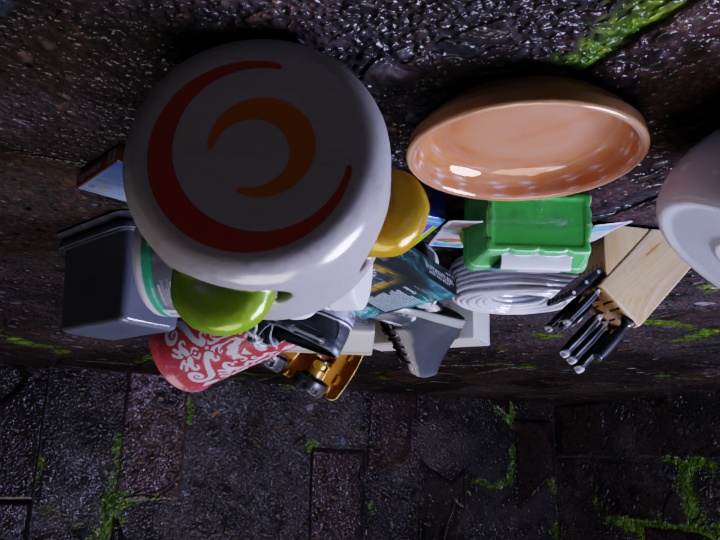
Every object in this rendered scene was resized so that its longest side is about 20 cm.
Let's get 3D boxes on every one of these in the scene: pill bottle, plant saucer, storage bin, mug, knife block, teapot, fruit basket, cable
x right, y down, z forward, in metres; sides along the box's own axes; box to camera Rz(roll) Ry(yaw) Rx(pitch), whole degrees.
[{"bbox_3d":[-0.094,-0.013,0.661,0.198,0.114,0.113,0,165,12],"label":"pill bottle"},{"bbox_3d":[0.138,-0.110,0.613,0.198,0.038,0.200,1,164,0],"label":"plant saucer"},{"bbox_3d":[-0.308,0.018,0.959,0.199,0.135,0.145,-10,161,40],"label":"storage bin"},{"bbox_3d":[-0.181,0.057,0.988,0.199,0.179,0.133,-21,-175,30],"label":"mug"},{"bbox_3d":[0.324,0.038,0.880,0.198,0.177,0.064,5,166,-13],"label":"knife block"},{"bbox_3d":[0.351,-0.062,0.581,0.197,0.146,0.200,39,176,-11],"label":"teapot"},{"bbox_3d":[0.175,-0.032,0.801,0.184,0.095,0.200,2,169,-1],"label":"fruit basket"},{"bbox_3d":[0.226,0.016,1.018,0.199,0.070,0.199,-11,161,39],"label":"cable"}]

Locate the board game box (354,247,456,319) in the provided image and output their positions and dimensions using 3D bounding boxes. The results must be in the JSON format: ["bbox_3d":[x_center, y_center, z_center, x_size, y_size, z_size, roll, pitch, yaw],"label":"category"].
[{"bbox_3d":[0.000,0.000,0.797,0.135,0.028,0.200,-16,151,32],"label":"board game box"}]

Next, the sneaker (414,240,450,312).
[{"bbox_3d":[0.084,0.007,0.962,0.115,0.076,0.200,18,170,-17],"label":"sneaker"}]

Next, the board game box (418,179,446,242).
[{"bbox_3d":[-0.029,-0.061,0.762,0.199,0.045,0.134,8,154,-25],"label":"board game box"}]

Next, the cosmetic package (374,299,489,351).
[{"bbox_3d":[0.107,0.074,1.190,0.199,0.104,0.073,-8,162,30],"label":"cosmetic package"}]

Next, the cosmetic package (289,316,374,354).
[{"bbox_3d":[-0.078,0.068,1.129,0.198,0.104,0.073,3,143,-1],"label":"cosmetic package"}]

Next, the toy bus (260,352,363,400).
[{"bbox_3d":[-0.102,0.131,1.277,0.199,0.136,0.192,32,169,0],"label":"toy bus"}]

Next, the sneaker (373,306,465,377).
[{"bbox_3d":[0.057,0.096,1.061,0.199,0.107,0.075,16,-168,-27],"label":"sneaker"}]

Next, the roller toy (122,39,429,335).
[{"bbox_3d":[-0.066,-0.061,0.537,0.199,0.183,0.140,-31,166,-7],"label":"roller toy"}]

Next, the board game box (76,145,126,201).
[{"bbox_3d":[-0.190,-0.084,0.784,0.199,0.020,0.103,15,161,-41],"label":"board game box"}]

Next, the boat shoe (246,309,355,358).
[{"bbox_3d":[-0.105,0.058,0.846,0.198,0.068,0.074,14,158,16],"label":"boat shoe"}]
